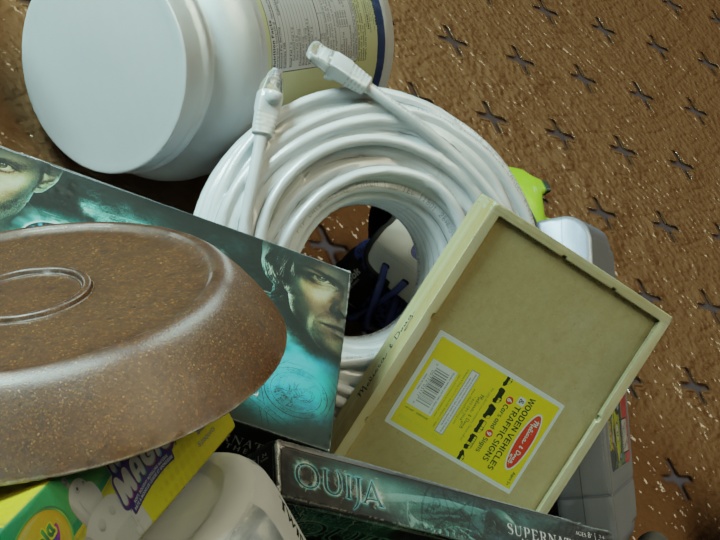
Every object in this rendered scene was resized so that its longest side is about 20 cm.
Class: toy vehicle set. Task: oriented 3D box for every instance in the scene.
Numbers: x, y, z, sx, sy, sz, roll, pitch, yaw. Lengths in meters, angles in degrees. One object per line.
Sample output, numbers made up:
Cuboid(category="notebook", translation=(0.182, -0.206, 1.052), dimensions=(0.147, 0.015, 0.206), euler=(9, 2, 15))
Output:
Cuboid(category="toy vehicle set", translation=(0.062, 0.075, 0.901), dimensions=(0.124, 0.200, 0.027), euler=(32, 2, -19))

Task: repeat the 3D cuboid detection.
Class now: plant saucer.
Cuboid(category="plant saucer", translation=(-0.129, 0.023, 0.657), dimensions=(0.200, 0.199, 0.035), euler=(-46, 134, -57))

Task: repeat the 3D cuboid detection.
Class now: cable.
Cuboid(category="cable", translation=(0.000, 0.000, 0.931), dimensions=(0.199, 0.201, 0.069), euler=(26, -6, -16))

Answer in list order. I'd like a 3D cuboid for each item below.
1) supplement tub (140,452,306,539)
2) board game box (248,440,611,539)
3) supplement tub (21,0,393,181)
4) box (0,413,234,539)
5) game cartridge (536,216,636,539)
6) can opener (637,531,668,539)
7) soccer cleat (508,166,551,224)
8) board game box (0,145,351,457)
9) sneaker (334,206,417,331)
Cuboid(category="supplement tub", translation=(-0.048, 0.184, 0.673), dimensions=(0.201, 0.122, 0.123), euler=(62, 28, -18))
Cuboid(category="board game box", translation=(0.003, 0.137, 0.800), dimensions=(0.199, 0.135, 0.028), euler=(20, 53, -33))
Cuboid(category="supplement tub", translation=(-0.087, -0.132, 1.002), dimensions=(0.145, 0.145, 0.200), euler=(53, 34, 13))
Cuboid(category="box", translation=(-0.139, 0.098, 0.621), dimensions=(0.049, 0.117, 0.200), euler=(65, 27, -15))
Cuboid(category="game cartridge", translation=(0.134, 0.070, 1.000), dimensions=(0.133, 0.041, 0.201), euler=(3, 82, -72))
Cuboid(category="can opener", translation=(0.152, 0.209, 0.941), dimensions=(0.067, 0.053, 0.200), euler=(53, 21, 4))
Cuboid(category="soccer cleat", translation=(0.103, 0.016, 1.131), dimensions=(0.081, 0.068, 0.201), euler=(-1, 54, -18))
Cuboid(category="board game box", translation=(-0.105, 0.017, 0.808), dimensions=(0.199, 0.028, 0.136), euler=(20, 38, -11))
Cuboid(category="sneaker", translation=(0.040, 0.033, 1.034), dimensions=(0.115, 0.081, 0.200), euler=(4, 56, -27))
